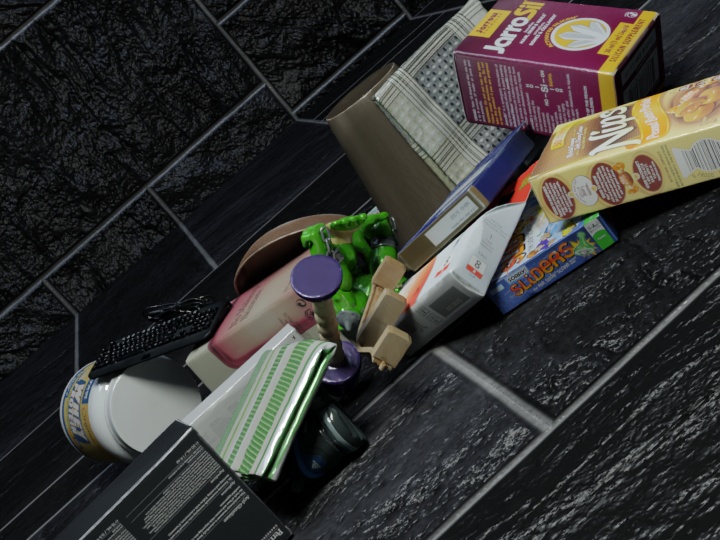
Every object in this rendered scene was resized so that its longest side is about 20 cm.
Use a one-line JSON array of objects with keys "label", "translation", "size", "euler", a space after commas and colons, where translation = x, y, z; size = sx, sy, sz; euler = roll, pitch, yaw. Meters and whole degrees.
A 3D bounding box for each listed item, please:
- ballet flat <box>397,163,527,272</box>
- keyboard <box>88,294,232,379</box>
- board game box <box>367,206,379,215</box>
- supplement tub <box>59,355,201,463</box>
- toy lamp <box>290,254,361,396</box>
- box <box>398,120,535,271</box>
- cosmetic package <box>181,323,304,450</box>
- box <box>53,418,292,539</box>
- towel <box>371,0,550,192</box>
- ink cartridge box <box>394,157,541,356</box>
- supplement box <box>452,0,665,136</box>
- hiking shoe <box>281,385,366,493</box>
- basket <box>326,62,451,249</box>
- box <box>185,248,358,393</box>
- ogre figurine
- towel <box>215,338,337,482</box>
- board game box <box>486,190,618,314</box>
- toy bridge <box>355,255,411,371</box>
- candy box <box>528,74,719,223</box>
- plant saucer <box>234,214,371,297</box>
[{"label": "ballet flat", "translation": [0.114, -0.068, 1.505], "size": [0.200, 0.057, 0.066], "euler": [-39, 18, 7]}, {"label": "keyboard", "translation": [-0.253, 0.071, 1.566], "size": [0.200, 0.040, 0.104], "euler": [-19, 23, 27]}, {"label": "board game box", "translation": [-0.008, -0.024, 1.753], "size": [0.200, 0.029, 0.135], "euler": [-44, 14, -12]}, {"label": "supplement tub", "translation": [-0.302, 0.182, 1.662], "size": [0.145, 0.145, 0.200], "euler": [-48, 15, -26]}, {"label": "toy lamp", "translation": [-0.033, 0.064, 1.280], "size": [0.058, 0.200, 0.058], "euler": [-5, 53, 6]}, {"label": "box", "translation": [0.124, -0.085, 1.377], "size": [0.121, 0.032, 0.200], "euler": [-43, 4, 38]}, {"label": "cosmetic package", "translation": [-0.125, 0.157, 1.405], "size": [0.200, 0.083, 0.051], "euler": [-42, 15, -6]}, {"label": "box", "translation": [-0.184, 0.256, 1.141], "size": [0.200, 0.141, 0.079], "euler": [-44, 12, -15]}, {"label": "towel", "translation": [0.143, -0.201, 1.545], "size": [0.193, 0.200, 0.035], "euler": [-45, 8, -14]}, {"label": "ink cartridge box", "translation": [0.104, -0.025, 1.302], "size": [0.162, 0.050, 0.200], "euler": [-44, 17, 53]}, {"label": "supplement box", "translation": [0.226, -0.229, 1.431], "size": [0.200, 0.103, 0.131], "euler": [13, 49, 31]}, {"label": "hiking shoe", "translation": [-0.063, 0.154, 1.267], "size": [0.087, 0.074, 0.200], "euler": [-43, 13, -4]}, {"label": "basket", "translation": [0.060, -0.151, 1.606], "size": [0.180, 0.200, 0.136], "euler": [-40, 14, 8]}, {"label": "box", "translation": [-0.091, 0.071, 1.517], "size": [0.200, 0.109, 0.128], "euler": [-33, 16, 28]}, {"label": "ogre figurine", "translation": [0.000, 0.000, 1.406], "size": [0.098, 0.120, 0.200], "euler": [-14, 1, 4]}, {"label": "towel", "translation": [-0.090, 0.140, 1.244], "size": [0.153, 0.023, 0.200], "euler": [-66, 15, -17]}, {"label": "board game box", "translation": [0.193, -0.046, 1.281], "size": [0.135, 0.034, 0.200], "euler": [-35, 16, 21]}, {"label": "toy bridge", "translation": [0.020, 0.052, 1.254], "size": [0.067, 0.027, 0.200], "euler": [-58, 11, 20]}, {"label": "candy box", "translation": [0.267, -0.116, 1.176], "size": [0.200, 0.055, 0.115], "euler": [-14, 25, 32]}, {"label": "plant saucer", "translation": [-0.063, -0.015, 1.582], "size": [0.200, 0.200, 0.035], "euler": [-33, 59, 29]}]
